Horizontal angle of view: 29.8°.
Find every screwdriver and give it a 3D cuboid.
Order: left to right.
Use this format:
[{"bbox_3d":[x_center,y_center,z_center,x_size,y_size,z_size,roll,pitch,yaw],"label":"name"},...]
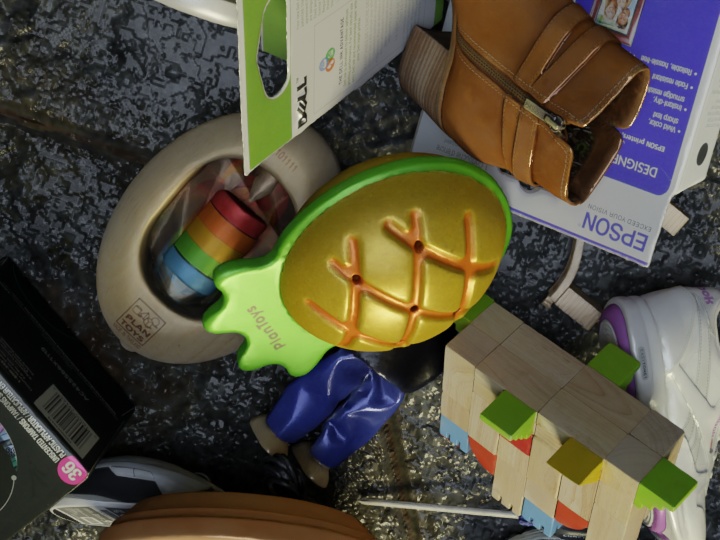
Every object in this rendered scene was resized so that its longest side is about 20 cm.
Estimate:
[{"bbox_3d":[0.096,0.173,0.959,0.199,0.029,0.028,4,89,6],"label":"screwdriver"}]

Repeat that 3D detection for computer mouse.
[{"bbox_3d":[-0.126,0.153,0.951,0.199,0.110,0.044,-1,68,13],"label":"computer mouse"}]

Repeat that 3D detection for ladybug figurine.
[{"bbox_3d":[-0.094,-0.023,0.907,0.136,0.072,0.200,45,102,-7],"label":"ladybug figurine"}]

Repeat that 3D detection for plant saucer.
[{"bbox_3d":[-0.076,0.185,0.915,0.200,0.200,0.038,2,68,4],"label":"plant saucer"}]

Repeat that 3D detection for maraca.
[{"bbox_3d":[0.000,0.000,0.835,0.200,0.107,0.137,-29,132,7],"label":"maraca"}]

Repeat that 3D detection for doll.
[{"bbox_3d":[0.011,0.054,0.926,0.136,0.048,0.200,37,102,-27],"label":"doll"}]

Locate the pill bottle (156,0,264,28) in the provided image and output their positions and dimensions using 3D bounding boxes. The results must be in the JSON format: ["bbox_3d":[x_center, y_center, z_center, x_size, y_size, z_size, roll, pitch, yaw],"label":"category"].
[{"bbox_3d":[-0.074,-0.258,0.829,0.111,0.111,0.200,20,105,-1],"label":"pill bottle"}]

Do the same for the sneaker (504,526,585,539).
[{"bbox_3d":[0.172,0.229,0.941,0.199,0.086,0.078,-2,103,5],"label":"sneaker"}]

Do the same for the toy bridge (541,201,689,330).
[{"bbox_3d":[0.187,-0.051,0.901,0.067,0.027,0.200,39,104,-5],"label":"toy bridge"}]

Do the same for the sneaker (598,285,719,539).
[{"bbox_3d":[0.223,0.104,0.913,0.099,0.075,0.200,-16,111,-10],"label":"sneaker"}]

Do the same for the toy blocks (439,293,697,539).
[{"bbox_3d":[0.125,0.117,0.892,0.200,0.100,0.137,35,148,26],"label":"toy blocks"}]

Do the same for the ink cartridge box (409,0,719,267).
[{"bbox_3d":[0.131,-0.128,0.824,0.198,0.043,0.200,27,108,38],"label":"ink cartridge box"}]

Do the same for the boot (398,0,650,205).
[{"bbox_3d":[0.100,-0.149,0.766,0.155,0.077,0.200,42,123,39],"label":"boot"}]

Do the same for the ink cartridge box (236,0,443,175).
[{"bbox_3d":[-0.031,-0.173,0.773,0.076,0.200,0.148,28,139,24],"label":"ink cartridge box"}]

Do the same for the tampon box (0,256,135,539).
[{"bbox_3d":[-0.287,0.119,0.929,0.200,0.126,0.150,-38,97,12],"label":"tampon box"}]
